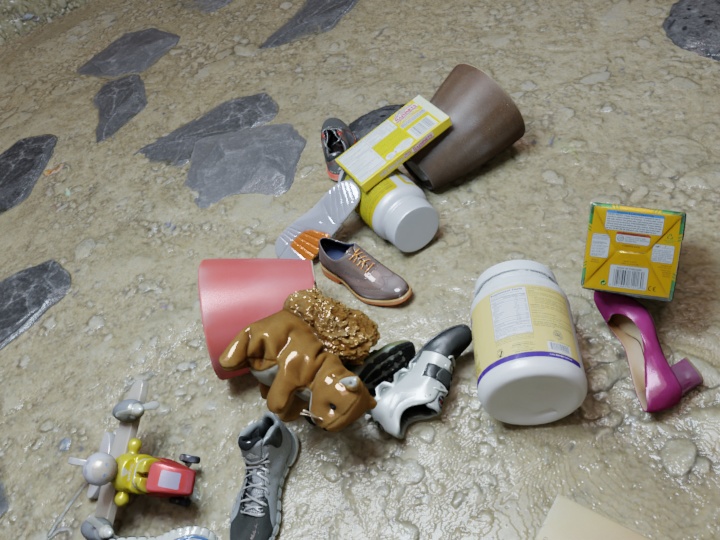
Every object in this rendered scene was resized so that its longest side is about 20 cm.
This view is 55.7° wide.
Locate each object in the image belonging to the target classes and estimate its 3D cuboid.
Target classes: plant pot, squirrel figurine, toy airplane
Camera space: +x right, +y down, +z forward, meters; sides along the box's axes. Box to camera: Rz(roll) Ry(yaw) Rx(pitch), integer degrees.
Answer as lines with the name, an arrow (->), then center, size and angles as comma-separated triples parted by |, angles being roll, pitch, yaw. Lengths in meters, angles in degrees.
plant pot -> -0.153, 0.066, 1.100 | 0.177, 0.201, 0.201 | -9, 46, -4
squirrel figurine -> -0.054, 0.123, 0.947 | 0.186, 0.142, 0.200 | 22, 64, 33
toy airplane -> -0.349, 0.285, 0.978 | 0.199, 0.141, 0.200 | -40, 60, 5
plant pot -> 0.176, -0.255, 1.301 | 0.200, 0.187, 0.187 | -44, 49, -5

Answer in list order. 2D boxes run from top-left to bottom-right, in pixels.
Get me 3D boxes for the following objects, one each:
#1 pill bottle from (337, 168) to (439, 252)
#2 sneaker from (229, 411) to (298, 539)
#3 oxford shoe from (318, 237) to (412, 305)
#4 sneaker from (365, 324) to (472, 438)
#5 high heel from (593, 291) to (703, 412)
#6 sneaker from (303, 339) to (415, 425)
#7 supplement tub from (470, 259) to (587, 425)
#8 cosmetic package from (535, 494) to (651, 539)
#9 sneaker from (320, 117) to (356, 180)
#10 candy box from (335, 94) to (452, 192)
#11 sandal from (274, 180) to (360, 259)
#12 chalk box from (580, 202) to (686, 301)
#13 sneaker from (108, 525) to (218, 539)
pill bottle -> 0.051, -0.127, 1.251 | 0.114, 0.114, 0.200 | -30, 46, -11
sneaker -> -0.149, 0.284, 0.934 | 0.075, 0.116, 0.200 | -2, 48, 16
oxford shoe -> 0.000, 0.000, 1.178 | 0.200, 0.073, 0.071 | 23, 58, 33
sneaker -> 0.105, 0.166, 0.996 | 0.200, 0.074, 0.088 | -42, 49, -8
high heel -> 0.376, 0.105, 0.960 | 0.096, 0.068, 0.200 | -22, 48, -18
sneaker -> -0.011, 0.151, 1.048 | 0.200, 0.077, 0.089 | -27, 38, -10
supplement tub -> 0.231, 0.098, 0.963 | 0.145, 0.146, 0.200 | -8, 46, 11
cosmetic package -> 0.292, 0.348, 0.754 | 0.200, 0.071, 0.105 | 19, 57, 31
sneaker -> -0.050, -0.279, 1.445 | 0.077, 0.082, 0.200 | -16, 46, 3
candy box -> 0.059, -0.231, 1.230 | 0.200, 0.026, 0.102 | -38, 46, -2
sandal -> -0.068, -0.081, 1.266 | 0.207, 0.059, 0.079 | -41, 76, 17
chalk box -> 0.410, -0.034, 1.015 | 0.125, 0.124, 0.200 | 9, 9, 24
sneaker -> -0.288, 0.402, 0.897 | 0.200, 0.079, 0.089 | -15, 43, 4
